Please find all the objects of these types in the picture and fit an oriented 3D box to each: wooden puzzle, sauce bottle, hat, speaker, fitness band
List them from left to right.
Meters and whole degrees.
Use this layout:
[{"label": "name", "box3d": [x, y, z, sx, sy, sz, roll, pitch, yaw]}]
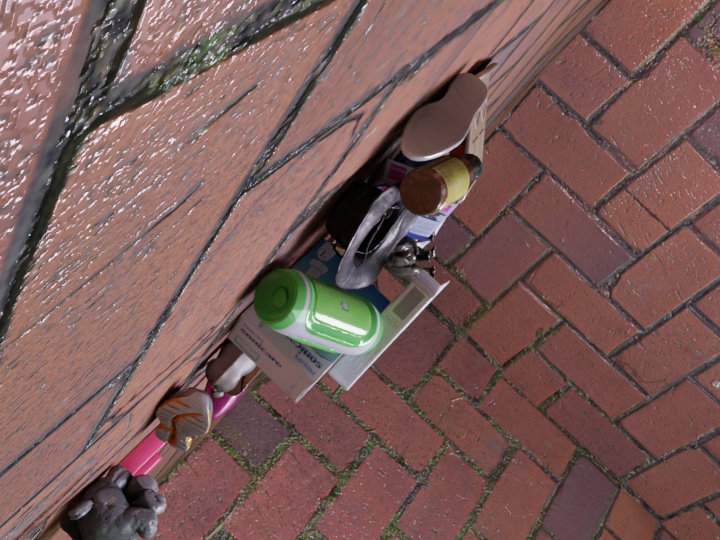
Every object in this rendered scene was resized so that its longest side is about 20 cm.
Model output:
[{"label": "fitness band", "box3d": [-0.377, 0.325, 1.580, 0.200, 0.037, 0.144, -46, 175, -42]}, {"label": "speaker", "box3d": [-0.053, 0.059, 1.235, 0.088, 0.088, 0.200, -47, 144, 14]}, {"label": "hat", "box3d": [0.003, -0.066, 1.249, 0.201, 0.081, 0.201, -48, 161, -23]}, {"label": "sauce bottle", "box3d": [0.117, -0.122, 1.230, 0.066, 0.066, 0.200, -48, 170, 30]}, {"label": "wooden puzzle", "box3d": [0.168, -0.218, 1.417, 0.185, 0.046, 0.200, -49, 149, -68]}]

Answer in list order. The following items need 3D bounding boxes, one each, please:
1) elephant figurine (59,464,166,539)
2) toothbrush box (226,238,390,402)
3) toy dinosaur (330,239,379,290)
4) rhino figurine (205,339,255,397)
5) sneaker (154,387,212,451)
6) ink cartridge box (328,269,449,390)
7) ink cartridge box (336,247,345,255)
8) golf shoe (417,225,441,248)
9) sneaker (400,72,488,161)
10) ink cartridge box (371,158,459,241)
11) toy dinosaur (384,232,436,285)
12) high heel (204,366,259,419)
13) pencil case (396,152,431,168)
[{"label": "elephant figurine", "box3d": [-0.395, 0.417, 1.423, 0.200, 0.155, 0.142, -57, -164, 25]}, {"label": "toothbrush box", "box3d": [-0.076, 0.073, 1.371, 0.200, 0.146, 0.085, -46, 178, -37]}, {"label": "toy dinosaur", "box3d": [0.000, 0.000, 1.547, 0.200, 0.135, 0.086, -53, -179, -44]}, {"label": "rhino figurine", "box3d": [-0.169, 0.112, 1.424, 0.200, 0.060, 0.087, -48, -179, -15]}, {"label": "sneaker", "box3d": [-0.259, 0.207, 1.368, 0.077, 0.078, 0.200, -61, -171, -31]}, {"label": "ink cartridge box", "box3d": [0.047, 0.084, 1.425, 0.200, 0.045, 0.176, -48, 176, 14]}, {"label": "ink cartridge box", "box3d": [-0.049, 0.014, 1.747, 0.165, 0.075, 0.200, -49, 178, 16]}, {"label": "golf shoe", "box3d": [0.121, -0.112, 1.623, 0.200, 0.073, 0.092, -54, 164, -28]}, {"label": "sneaker", "box3d": [0.099, -0.177, 1.209, 0.200, 0.071, 0.099, -50, 176, -43]}, {"label": "ink cartridge box", "box3d": [0.067, -0.098, 1.389, 0.200, 0.119, 0.042, 130, -23, -70]}, {"label": "toy dinosaur", "box3d": [0.074, -0.025, 1.537, 0.200, 0.102, 0.077, 66, 30, -68]}, {"label": "high heel", "box3d": [-0.203, 0.164, 1.561, 0.200, 0.067, 0.096, -62, -166, -25]}, {"label": "pencil case", "box3d": [0.113, -0.157, 1.479, 0.087, 0.078, 0.200, -23, 176, 12]}]
